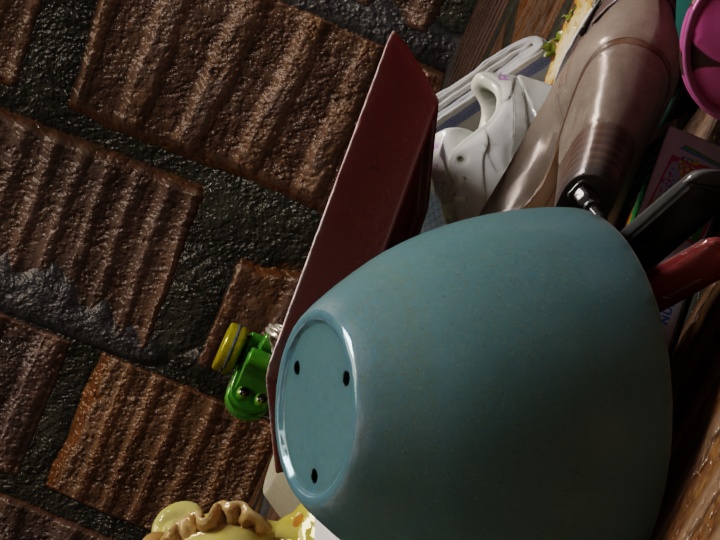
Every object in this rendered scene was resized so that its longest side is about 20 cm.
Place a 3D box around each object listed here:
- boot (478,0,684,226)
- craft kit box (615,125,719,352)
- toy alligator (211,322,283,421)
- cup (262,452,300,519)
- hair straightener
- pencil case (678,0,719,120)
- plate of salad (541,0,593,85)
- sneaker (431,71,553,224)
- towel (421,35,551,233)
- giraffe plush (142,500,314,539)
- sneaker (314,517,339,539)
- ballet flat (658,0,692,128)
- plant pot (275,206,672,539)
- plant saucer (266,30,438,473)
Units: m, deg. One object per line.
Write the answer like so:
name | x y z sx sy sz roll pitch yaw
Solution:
boot | 0.115 -0.066 1.278 0.200 0.070 0.147 -48 19 53
craft kit box | 0.128 0.042 1.298 0.200 0.048 0.199 125 164 -73
toy alligator | -0.065 0.068 1.525 0.200 0.059 0.055 140 152 -81
cup | 0.020 0.124 1.543 0.200 0.143 0.201 -157 90 -86
hair straightener | 0.120 -0.003 1.175 0.200 0.041 0.077 -41 51 52
pencil case | 0.197 -0.155 1.136 0.200 0.090 0.094 -77 -25 -56
plate of salad | 0.174 -0.183 1.447 0.200 0.048 0.200 -46 -15 -16
sneaker | 0.073 -0.024 1.379 0.075 0.099 0.201 126 165 -65
towel | 0.074 -0.048 1.529 0.147 0.024 0.201 -34 -38 -14
giraffe plush | -0.042 0.189 1.380 0.173 0.161 0.201 -157 56 -89
sneaker | -0.013 0.209 1.259 0.075 0.088 0.201 -45 -56 -73
ballet flat | 0.189 -0.148 1.366 0.069 0.068 0.200 -55 0 -20
plant pot | 0.038 0.067 1.129 0.200 0.134 0.202 -11 78 63
plant saucer | 0.000 0.000 1.294 0.200 0.036 0.201 89 -161 -70
